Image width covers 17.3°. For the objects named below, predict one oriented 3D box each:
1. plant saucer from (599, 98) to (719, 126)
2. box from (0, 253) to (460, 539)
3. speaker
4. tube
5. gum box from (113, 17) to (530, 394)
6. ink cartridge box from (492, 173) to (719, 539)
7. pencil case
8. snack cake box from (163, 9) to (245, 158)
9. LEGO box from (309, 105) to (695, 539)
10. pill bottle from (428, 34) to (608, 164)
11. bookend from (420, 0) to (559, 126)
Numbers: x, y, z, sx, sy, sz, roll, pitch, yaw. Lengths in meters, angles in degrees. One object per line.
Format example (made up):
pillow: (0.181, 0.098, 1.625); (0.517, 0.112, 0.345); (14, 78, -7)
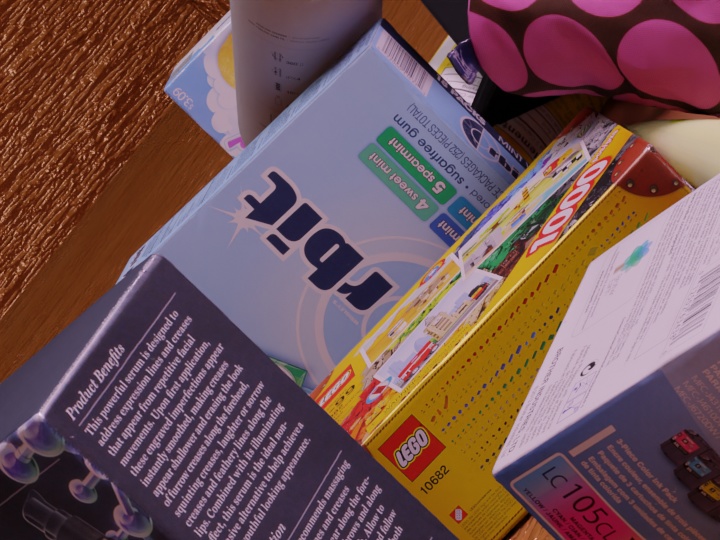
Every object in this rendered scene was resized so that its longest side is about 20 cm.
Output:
plant saucer: (0.186, -0.107, 1.238); (0.200, 0.037, 0.200); (-44, 11, 11)
box: (-0.074, 0.120, 0.980); (0.148, 0.200, 0.107); (-37, 14, 43)
speaker: (-0.028, -0.126, 1.229); (0.081, 0.081, 0.200); (-50, -16, -21)
tube: (0.169, -0.043, 1.003); (0.052, 0.058, 0.200); (-37, 12, 1)
gum box: (0.000, 0.000, 1.213); (0.200, 0.170, 0.045); (-41, 12, 25)
ink cartridge box: (0.151, 0.014, 0.827); (0.200, 0.076, 0.137); (-39, 13, 41)
pencil case: (0.141, -0.112, 1.046); (0.199, 0.094, 0.091); (7, 56, 34)
snack cake box: (-0.016, -0.093, 1.527); (0.115, 0.200, 0.067); (-44, 11, 14)
LEGO box: (0.072, 0.030, 1.070); (0.200, 0.077, 0.149); (-46, 11, 3)
pill bottle: (0.069, -0.066, 1.344); (0.111, 0.111, 0.200); (-33, 17, 52)
bookend: (0.094, -0.207, 1.321); (0.199, 0.199, 0.092); (-26, -24, -29)
